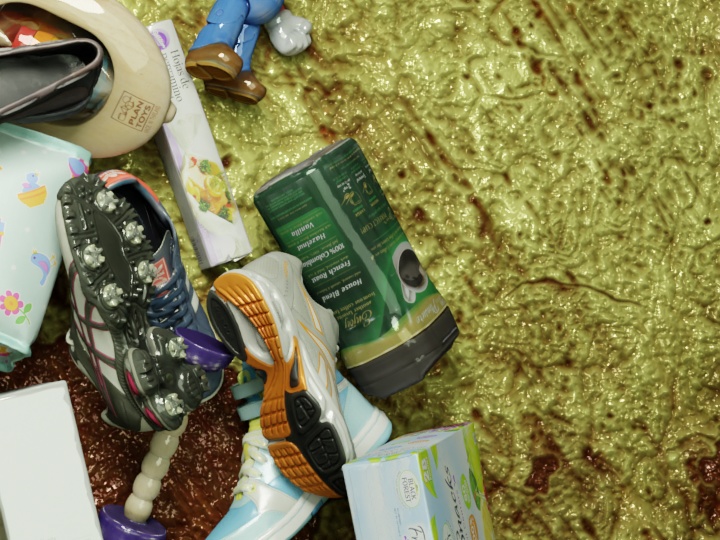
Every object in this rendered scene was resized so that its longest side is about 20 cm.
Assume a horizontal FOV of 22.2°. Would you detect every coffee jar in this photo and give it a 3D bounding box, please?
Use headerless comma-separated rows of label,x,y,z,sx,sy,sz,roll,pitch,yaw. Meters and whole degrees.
coffee jar,0.000,0.000,1.487,0.201,0.085,0.104,61,26,-5

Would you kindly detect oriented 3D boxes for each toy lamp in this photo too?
toy lamp,-0.156,0.146,1.422,0.058,0.058,0.201,20,99,-17

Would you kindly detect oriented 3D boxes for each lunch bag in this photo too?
lunch bag,-0.321,-0.037,1.367,0.199,0.122,0.171,21,73,-15

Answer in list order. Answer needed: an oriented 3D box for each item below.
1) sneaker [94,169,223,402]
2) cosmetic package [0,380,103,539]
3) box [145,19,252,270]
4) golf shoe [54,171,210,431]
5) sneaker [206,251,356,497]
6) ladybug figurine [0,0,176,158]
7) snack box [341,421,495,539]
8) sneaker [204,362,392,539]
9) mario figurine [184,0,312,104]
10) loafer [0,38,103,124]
sneaker,-0.162,0.014,1.439,0.075,0.084,0.201,-29,95,-19
cosmetic package,-0.241,0.189,1.387,0.071,0.101,0.201,-14,91,-20
box,-0.140,-0.100,1.480,0.039,0.041,0.201,-20,91,-20
golf shoe,-0.190,0.030,1.353,0.077,0.088,0.201,-32,105,-52
sneaker,-0.038,0.076,1.413,0.092,0.075,0.201,-39,112,-49
ladybug figurine,-0.233,-0.164,1.421,0.199,0.072,0.136,28,108,-5
snack box,0.056,0.216,1.439,0.067,0.200,0.170,-11,90,17
sneaker,-0.081,0.141,1.461,0.200,0.079,0.131,-43,102,-27
mario figurine,-0.070,-0.239,1.476,0.105,0.123,0.201,18,79,-13
loafer,-0.274,-0.131,1.307,0.199,0.063,0.072,-18,77,-35
